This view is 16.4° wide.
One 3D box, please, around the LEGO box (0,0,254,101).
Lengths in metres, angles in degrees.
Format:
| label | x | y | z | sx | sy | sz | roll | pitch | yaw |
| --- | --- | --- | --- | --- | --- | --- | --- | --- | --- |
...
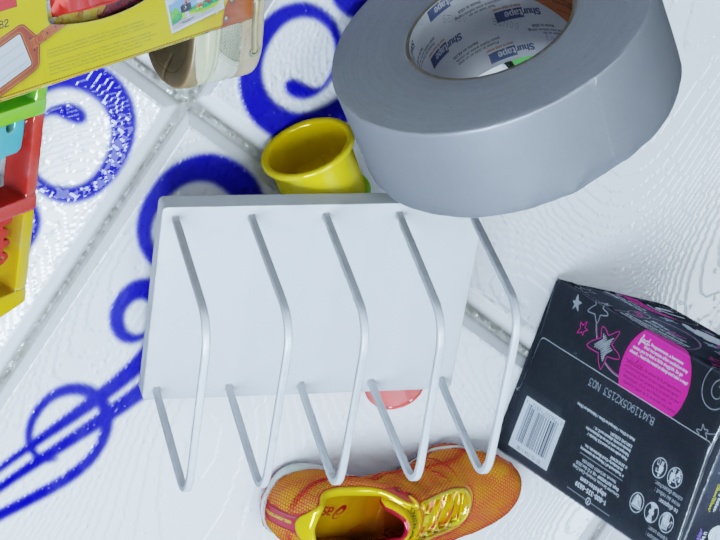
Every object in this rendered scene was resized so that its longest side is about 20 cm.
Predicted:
| label | x | y | z | sx | sy | sz | roll | pitch | yaw |
| --- | --- | --- | --- | --- | --- | --- | --- | --- | --- |
| LEGO box | -0.178 | -0.153 | 1.291 | 0.199 | 0.148 | 0.078 | -23 | 119 | -40 |

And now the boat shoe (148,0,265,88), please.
| label | x | y | z | sx | sy | sz | roll | pitch | yaw |
| --- | --- | --- | --- | --- | --- | --- | --- | --- | --- |
| boat shoe | -0.076 | -0.201 | 1.420 | 0.065 | 0.072 | 0.201 | -11 | 121 | -33 |

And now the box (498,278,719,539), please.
| label | x | y | z | sx | sy | sz | roll | pitch | yaw |
| --- | --- | --- | --- | --- | --- | --- | --- | --- | --- |
| box | 0.205 | 0.107 | 1.660 | 0.114 | 0.200 | 0.133 | 13 | 102 | -36 |

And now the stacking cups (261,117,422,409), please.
| label | x | y | z | sx | sy | sz | roll | pitch | yaw |
| --- | --- | --- | --- | --- | --- | --- | --- | --- | --- |
| stacking cups | 0.000 | 0.000 | 1.563 | 0.060 | 0.060 | 0.201 | -36 | 127 | -17 |

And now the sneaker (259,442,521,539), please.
| label | x | y | z | sx | sy | sz | roll | pitch | yaw |
| --- | --- | --- | --- | --- | --- | --- | --- | --- | --- |
| sneaker | 0.030 | 0.161 | 1.641 | 0.199 | 0.077 | 0.073 | -7 | 111 | -35 |

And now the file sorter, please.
| label | x | y | z | sx | sy | sz | roll | pitch | yaw |
| --- | --- | --- | --- | --- | --- | --- | --- | --- | --- |
| file sorter | -0.017 | 0.046 | 1.480 | 0.199 | 0.125 | 0.139 | -2 | 125 | -17 |

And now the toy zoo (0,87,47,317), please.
| label | x | y | z | sx | sy | sz | roll | pitch | yaw |
| --- | --- | --- | --- | --- | --- | --- | --- | --- | --- |
| toy zoo | -0.229 | -0.027 | 1.376 | 0.131 | 0.020 | 0.201 | -26 | 134 | -48 |

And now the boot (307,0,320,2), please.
| label | x | y | z | sx | sy | sz | roll | pitch | yaw |
| --- | --- | --- | --- | --- | --- | --- | --- | --- | --- |
| boot | 0.013 | -0.258 | 1.459 | 0.144 | 0.072 | 0.201 | -8 | 110 | -34 |

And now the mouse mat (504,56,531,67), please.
| label | x | y | z | sx | sy | sz | roll | pitch | yaw |
| --- | --- | --- | --- | --- | --- | --- | --- | --- | --- |
| mouse mat | 0.125 | -0.241 | 1.583 | 0.200 | 0.008 | 0.161 | -50 | 128 | -8 |

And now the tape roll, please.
| label | x | y | z | sx | sy | sz | roll | pitch | yaw |
| --- | --- | --- | --- | --- | --- | --- | --- | --- | --- |
| tape roll | 0.086 | -0.121 | 1.480 | 0.200 | 0.200 | 0.066 | -37 | 129 | -16 |
